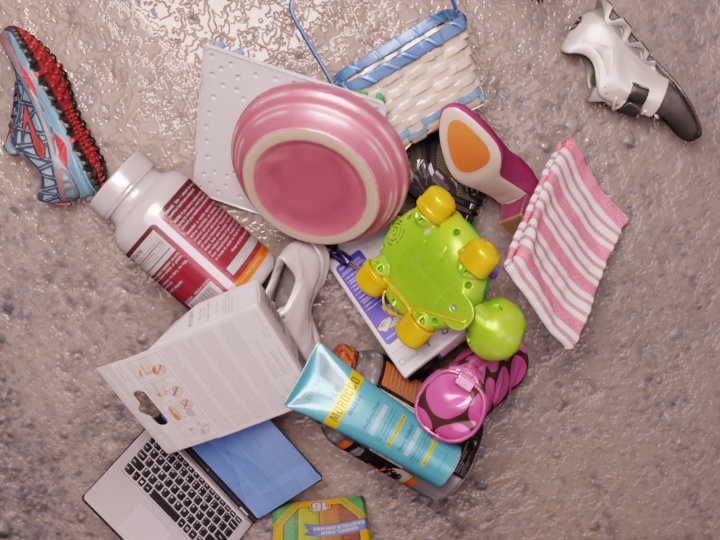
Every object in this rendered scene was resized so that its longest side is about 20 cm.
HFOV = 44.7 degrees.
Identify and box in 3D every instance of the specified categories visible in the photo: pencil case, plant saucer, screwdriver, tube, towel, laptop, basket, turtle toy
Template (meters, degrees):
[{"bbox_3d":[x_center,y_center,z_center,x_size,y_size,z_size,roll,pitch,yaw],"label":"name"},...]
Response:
[{"bbox_3d":[0.134,0.124,1.012,0.091,0.199,0.094,45,116,9],"label":"pencil case"},{"bbox_3d":[-0.047,-0.100,0.929,0.197,0.051,0.203,10,136,10],"label":"plant saucer"},{"bbox_3d":[0.000,0.000,1.025,0.198,0.029,0.028,34,84,13],"label":"screwdriver"},{"bbox_3d":[0.017,0.165,0.967,0.198,0.050,0.078,32,73,-6],"label":"tube"},{"bbox_3d":[0.240,-0.033,1.008,0.146,0.030,0.202,46,58,-29],"label":"towel"},{"bbox_3d":[-0.187,0.260,1.048,0.188,0.115,0.200,49,60,-12],"label":"laptop"},{"bbox_3d":[0.035,-0.244,0.957,0.174,0.139,0.202,-26,113,-1],"label":"basket"},{"bbox_3d":[0.098,0.014,0.947,0.146,0.101,0.201,-47,67,22],"label":"turtle toy"}]

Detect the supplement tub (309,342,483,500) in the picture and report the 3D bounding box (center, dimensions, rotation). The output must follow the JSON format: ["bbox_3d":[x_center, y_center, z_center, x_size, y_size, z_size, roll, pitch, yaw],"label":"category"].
[{"bbox_3d":[0.038,0.178,1.053,0.198,0.123,0.124,32,97,-10],"label":"supplement tub"}]

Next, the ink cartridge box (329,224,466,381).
[{"bbox_3d":[0.038,0.021,1.036,0.099,0.039,0.201,-36,70,4],"label":"ink cartridge box"}]

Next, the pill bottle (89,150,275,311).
[{"bbox_3d":[-0.202,-0.037,0.994,0.200,0.113,0.113,43,95,-11],"label":"pill bottle"}]

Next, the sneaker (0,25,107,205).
[{"bbox_3d":[-0.364,-0.167,0.971,0.094,0.079,0.203,-21,98,6],"label":"sneaker"}]

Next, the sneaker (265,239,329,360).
[{"bbox_3d":[-0.090,0.063,1.020,0.074,0.088,0.204,15,110,23],"label":"sneaker"}]

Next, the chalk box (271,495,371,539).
[{"bbox_3d":[-0.044,0.374,1.044,0.122,0.200,0.126,-4,102,-4],"label":"chalk box"}]

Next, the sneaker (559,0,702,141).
[{"bbox_3d":[0.314,-0.214,1.030,0.088,0.074,0.200,-43,94,9],"label":"sneaker"}]

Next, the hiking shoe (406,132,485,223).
[{"bbox_3d":[0.112,-0.069,1.034,0.099,0.076,0.203,-18,101,2],"label":"hiking shoe"}]

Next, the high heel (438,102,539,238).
[{"bbox_3d":[0.151,-0.131,0.988,0.067,0.097,0.200,-21,128,35],"label":"high heel"}]

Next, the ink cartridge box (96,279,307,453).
[{"bbox_3d":[-0.167,0.114,0.982,0.197,0.048,0.161,-21,127,10],"label":"ink cartridge box"}]

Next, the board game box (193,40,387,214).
[{"bbox_3d":[-0.082,-0.137,0.960,0.197,0.026,0.202,18,135,1],"label":"board game box"}]

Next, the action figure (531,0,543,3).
[{"bbox_3d":[0.213,-0.378,0.971,0.118,0.103,0.200,30,56,16],"label":"action figure"}]
